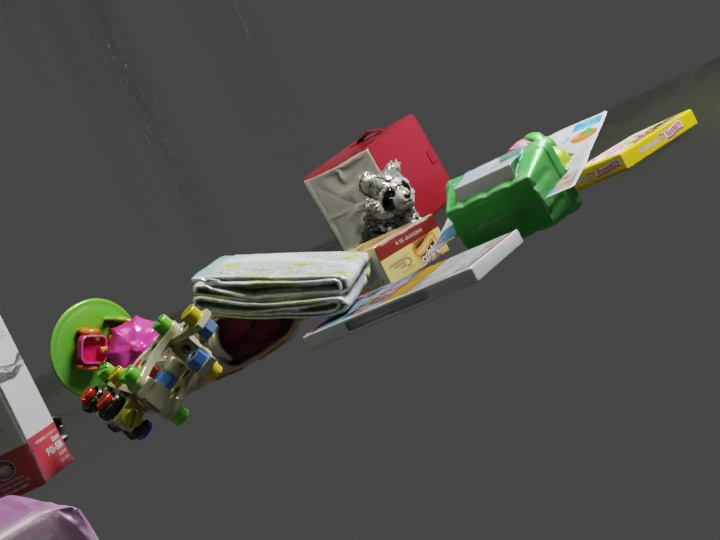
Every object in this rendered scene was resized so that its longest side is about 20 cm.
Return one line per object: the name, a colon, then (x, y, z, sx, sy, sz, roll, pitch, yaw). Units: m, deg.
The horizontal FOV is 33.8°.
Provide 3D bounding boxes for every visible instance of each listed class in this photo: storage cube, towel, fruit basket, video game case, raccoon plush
storage cube: (0.038, -0.151, 2.167, 0.170, 0.201, 0.180, -22, 12, 38)
towel: (-0.082, 0.014, 1.272, 0.170, 0.048, 0.200, 0, 10, 6)
fruit basket: (0.170, -0.104, 1.294, 0.185, 0.094, 0.200, -23, 25, 33)
video game case: (0.053, 0.019, 1.175, 0.199, 0.018, 0.143, -23, 5, 30)
raccoon plush: (0.009, -0.065, 1.643, 0.199, 0.135, 0.097, -22, 7, 38)

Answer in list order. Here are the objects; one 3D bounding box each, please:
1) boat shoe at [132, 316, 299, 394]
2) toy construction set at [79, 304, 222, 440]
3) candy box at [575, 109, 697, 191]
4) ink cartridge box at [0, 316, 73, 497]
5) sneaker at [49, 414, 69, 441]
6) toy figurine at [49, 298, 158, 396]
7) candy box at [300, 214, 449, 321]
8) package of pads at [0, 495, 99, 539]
boat shoe: (-0.157, 0.081, 1.288, 0.199, 0.074, 0.069, -26, -2, -14)
toy construction set: (-0.201, 0.101, 1.154, 0.131, 0.092, 0.200, -55, 7, -16)
candy box: (0.332, -0.147, 1.472, 0.102, 0.027, 0.200, -26, 3, 45)
ink cartridge box: (-0.401, 0.139, 1.177, 0.146, 0.201, 0.083, -25, 4, 9)
sneaker: (-0.389, 0.194, 1.327, 0.087, 0.076, 0.200, -19, 5, 5)
toy figurine: (-0.327, 0.119, 1.747, 0.199, 0.151, 0.184, 3, -2, -41)
candy box: (0.000, 0.000, 1.459, 0.115, 0.056, 0.200, -30, 6, -42)
package of pads: (-0.198, 0.167, 0.484, 0.199, 0.076, 0.120, -28, 4, -28)
